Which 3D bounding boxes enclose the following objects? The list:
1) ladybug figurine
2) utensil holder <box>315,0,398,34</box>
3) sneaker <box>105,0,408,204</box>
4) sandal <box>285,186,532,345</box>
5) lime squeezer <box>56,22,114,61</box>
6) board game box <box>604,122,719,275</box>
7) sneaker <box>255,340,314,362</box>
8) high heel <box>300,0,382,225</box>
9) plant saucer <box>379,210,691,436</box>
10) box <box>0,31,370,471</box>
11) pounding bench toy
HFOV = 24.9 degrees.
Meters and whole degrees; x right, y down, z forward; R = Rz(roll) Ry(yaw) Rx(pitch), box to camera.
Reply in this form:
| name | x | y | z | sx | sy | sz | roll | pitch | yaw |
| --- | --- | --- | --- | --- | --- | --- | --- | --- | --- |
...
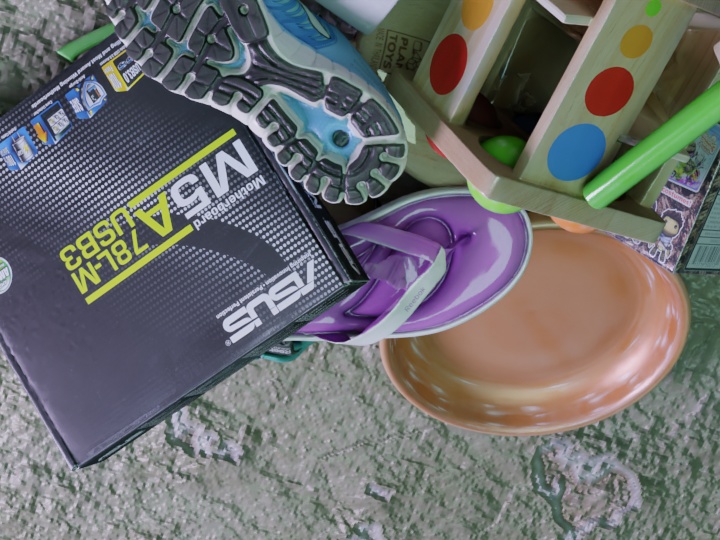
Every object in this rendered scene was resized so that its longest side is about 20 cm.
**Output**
| name | x | y | z | sx | sy | sz | roll | pitch | yaw |
| --- | --- | --- | --- | --- | --- | --- | --- | --- | --- |
| ladybug figurine | 0.072 | -0.108 | 0.980 | 0.199 | 0.072 | 0.136 | 15 | 87 | -26 |
| utensil holder | -0.031 | -0.243 | 0.850 | 0.200 | 0.170 | 0.170 | 36 | 105 | -7 |
| sneaker | -0.056 | -0.117 | 0.872 | 0.200 | 0.090 | 0.078 | 44 | 109 | -4 |
| sandal | 0.002 | 0.007 | 0.934 | 0.202 | 0.050 | 0.083 | -14 | 100 | 3 |
| lime squeezer | -0.100 | -0.195 | 0.964 | 0.071 | 0.038 | 0.200 | 37 | 108 | 13 |
| board game box | 0.231 | -0.106 | 0.959 | 0.159 | 0.097 | 0.201 | 2 | 115 | -46 |
| sneaker | -0.074 | 0.022 | 0.992 | 0.199 | 0.091 | 0.078 | -20 | 129 | -20 |
| high heel | -0.019 | -0.078 | 0.955 | 0.200 | 0.071 | 0.143 | 37 | 129 | 5 |
| plant saucer | 0.111 | 0.031 | 1.051 | 0.199 | 0.038 | 0.201 | -2 | 136 | -2 |
| box | -0.127 | -0.021 | 0.922 | 0.200 | 0.047 | 0.194 | -33 | 80 | 13 |
| pounding bench toy | 0.125 | -0.087 | 0.830 | 0.124 | 0.200 | 0.156 | 13 | 115 | -33 |
